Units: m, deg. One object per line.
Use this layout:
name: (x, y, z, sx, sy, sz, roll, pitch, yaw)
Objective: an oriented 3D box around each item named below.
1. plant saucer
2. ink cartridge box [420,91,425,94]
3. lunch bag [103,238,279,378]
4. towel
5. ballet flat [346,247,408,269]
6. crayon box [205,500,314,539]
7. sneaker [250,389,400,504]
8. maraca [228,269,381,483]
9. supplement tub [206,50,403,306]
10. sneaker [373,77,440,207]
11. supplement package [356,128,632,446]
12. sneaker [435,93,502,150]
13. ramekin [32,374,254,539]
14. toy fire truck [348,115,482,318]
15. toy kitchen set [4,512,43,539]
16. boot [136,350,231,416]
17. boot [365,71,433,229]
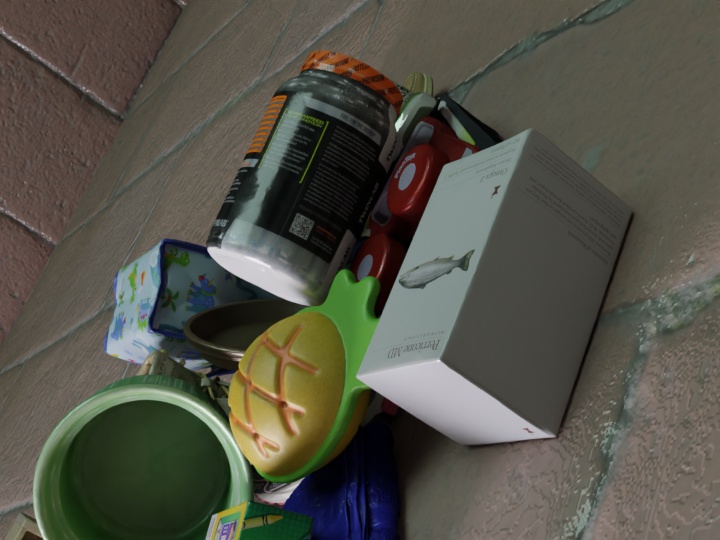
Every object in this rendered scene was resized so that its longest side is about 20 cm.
plant saucer: (-0.073, 0.064, 1.238, 0.200, 0.197, 0.030, -144, 52, -69)
ink cartridge box: (-0.012, -0.099, 1.317, 0.201, 0.042, 0.119, -61, 17, -17)
lunch bag: (-0.162, 0.056, 1.399, 0.170, 0.198, 0.129, -20, 61, 59)
towel: (-0.026, 0.228, 1.044, 0.148, 0.049, 0.201, -46, 23, 26)
ballet flat: (0.000, 0.000, 1.317, 0.199, 0.069, 0.070, -12, 48, 60)
crayon box: (-0.097, 0.260, 1.046, 0.200, 0.058, 0.120, 137, 147, -70)
sneaker: (-0.045, 0.141, 1.179, 0.200, 0.074, 0.081, -45, 24, 31)
maraca: (-0.038, 0.089, 1.046, 0.200, 0.106, 0.138, -48, 47, 30)
supplement tub: (-0.044, -0.081, 1.118, 0.122, 0.122, 0.202, -1, 63, 66)
sneaker: (-0.012, -0.107, 1.223, 0.200, 0.088, 0.077, -50, -13, -13)
supplement package: (0.103, 0.016, 0.966, 0.116, 0.117, 0.202, -18, 43, 56)
sneaker: (0.094, -0.107, 1.233, 0.083, 0.071, 0.200, -53, 21, 12)
ramekin: (-0.199, 0.194, 1.192, 0.201, 0.199, 0.098, -55, 9, 3)
toy fire truck: (0.049, -0.030, 1.127, 0.202, 0.111, 0.168, -63, 23, 7)
toy kitchen set: (-0.271, 0.361, 1.219, 0.164, 0.180, 0.199, -62, 22, -13)
boot: (-0.141, 0.124, 1.283, 0.200, 0.154, 0.072, -45, 23, 25)
boot: (-0.013, -0.166, 1.432, 0.202, 0.153, 0.072, -66, 7, -21)
